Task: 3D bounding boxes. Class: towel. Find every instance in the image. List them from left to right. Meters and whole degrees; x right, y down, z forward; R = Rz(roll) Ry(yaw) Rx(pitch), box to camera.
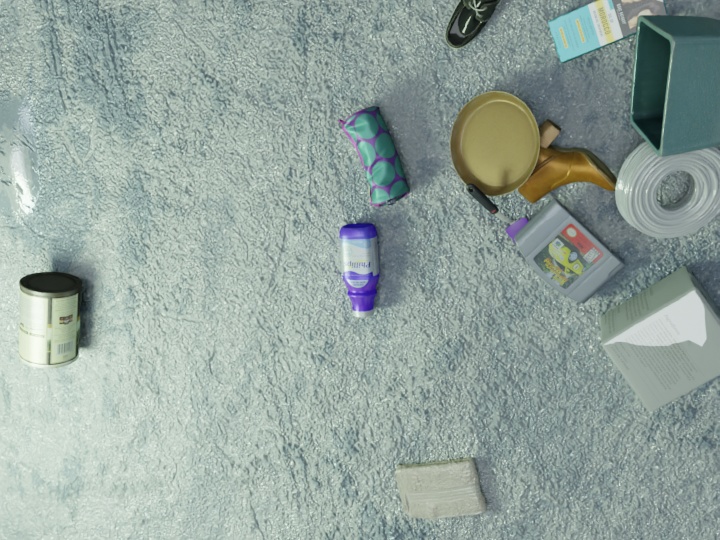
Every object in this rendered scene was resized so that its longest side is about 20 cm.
[{"bbox_3d":[0.182,0.504,1.692,0.198,0.034,0.134,-13,100,20],"label":"towel"}]

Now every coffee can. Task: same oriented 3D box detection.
[{"bbox_3d":[-0.778,0.122,1.840,0.144,0.146,0.203,14,108,14],"label":"coffee can"}]

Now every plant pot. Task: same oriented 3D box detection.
[{"bbox_3d":[0.266,-0.248,1.443,0.198,0.027,0.203,8,103,38],"label":"plant pot"},{"bbox_3d":[0.590,-0.326,1.250,0.197,0.197,0.198,-4,119,5],"label":"plant pot"}]

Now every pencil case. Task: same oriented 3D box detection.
[{"bbox_3d":[0.031,-0.233,1.520,0.091,0.085,0.202,-22,97,-7],"label":"pencil case"}]

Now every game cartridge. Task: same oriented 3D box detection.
[{"bbox_3d":[0.410,-0.031,1.462,0.200,0.041,0.133,40,116,-7],"label":"game cartridge"}]

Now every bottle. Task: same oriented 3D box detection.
[{"bbox_3d":[0.000,0.000,1.602,0.082,0.065,0.203,1,104,16],"label":"bottle"}]

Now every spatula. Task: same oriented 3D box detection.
[{"bbox_3d":[0.282,-0.111,1.470,0.199,0.021,0.056,36,129,-24],"label":"spatula"}]

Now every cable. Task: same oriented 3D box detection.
[{"bbox_3d":[0.574,-0.152,1.349,0.197,0.069,0.202,15,117,-8],"label":"cable"}]

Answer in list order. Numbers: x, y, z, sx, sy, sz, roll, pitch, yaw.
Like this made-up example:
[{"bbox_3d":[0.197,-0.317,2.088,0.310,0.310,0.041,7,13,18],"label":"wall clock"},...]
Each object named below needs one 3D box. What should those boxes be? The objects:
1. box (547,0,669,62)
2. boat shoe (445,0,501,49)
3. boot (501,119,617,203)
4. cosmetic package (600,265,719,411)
[{"bbox_3d":[0.452,-0.457,1.346,0.198,0.049,0.083,-19,98,21],"label":"box"},{"bbox_3d":[0.226,-0.513,1.396,0.072,0.068,0.200,41,114,2],"label":"boat shoe"},{"bbox_3d":[0.388,-0.181,1.436,0.201,0.071,0.144,42,118,7],"label":"boot"},{"bbox_3d":[0.585,0.126,1.394,0.199,0.165,0.166,-36,92,24],"label":"cosmetic package"}]
